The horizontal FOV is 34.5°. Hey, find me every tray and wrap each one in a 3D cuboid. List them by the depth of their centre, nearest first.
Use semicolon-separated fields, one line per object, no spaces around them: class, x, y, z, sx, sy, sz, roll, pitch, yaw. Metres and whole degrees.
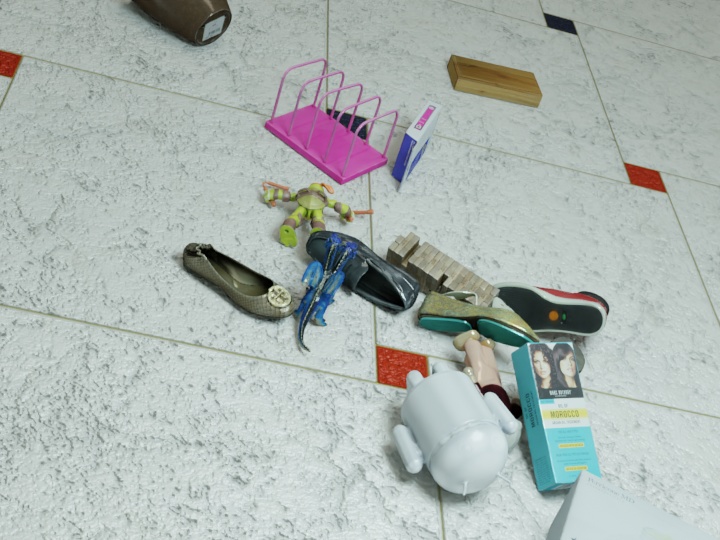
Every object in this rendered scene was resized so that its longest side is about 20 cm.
tray;0.292;-0.414;2.529;0.196;0.037;0.099;9;37;-14

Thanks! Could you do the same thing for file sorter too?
file sorter;-0.048;-0.279;2.115;0.199;0.127;0.138;37;39;22

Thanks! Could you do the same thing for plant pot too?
plant pot;-0.348;-0.548;2.296;0.201;0.188;0.186;49;43;14

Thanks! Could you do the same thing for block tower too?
block tower;0.134;0.015;1.873;0.199;0.058;0.054;35;58;17

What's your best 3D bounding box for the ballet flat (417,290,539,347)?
ballet flat;0.184;0.068;1.784;0.197;0.072;0.071;10;31;23

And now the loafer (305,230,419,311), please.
loafer;0.000;0.000;1.827;0.198;0.069;0.070;29;28;6

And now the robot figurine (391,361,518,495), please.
robot figurine;0.128;0.217;1.571;0.167;0.114;0.201;-20;47;-11

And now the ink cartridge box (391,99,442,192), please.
ink cartridge box;0.100;-0.233;2.153;0.037;0.096;0.201;22;36;5

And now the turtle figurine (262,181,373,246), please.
turtle figurine;-0.073;-0.101;1.925;0.196;0.065;0.162;17;36;-5

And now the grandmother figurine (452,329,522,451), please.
grandmother figurine;0.192;0.183;1.697;0.120;0.061;0.202;20;36;-25

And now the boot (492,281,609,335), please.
boot;0.311;0.057;1.920;0.196;0.074;0.144;12;11;13

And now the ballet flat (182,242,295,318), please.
ballet flat;-0.183;0.010;1.738;0.198;0.047;0.067;29;40;17

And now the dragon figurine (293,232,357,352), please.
dragon figurine;-0.060;0.026;1.738;0.058;0.100;0.201;22;39;5

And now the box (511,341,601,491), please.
box;0.277;0.205;1.642;0.081;0.049;0.204;1;68;-25

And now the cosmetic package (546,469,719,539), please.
cosmetic package;0.323;0.390;1.438;0.197;0.124;0.200;26;35;7

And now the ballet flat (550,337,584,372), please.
ballet flat;0.295;0.165;1.774;0.067;0.047;0.200;36;34;3
